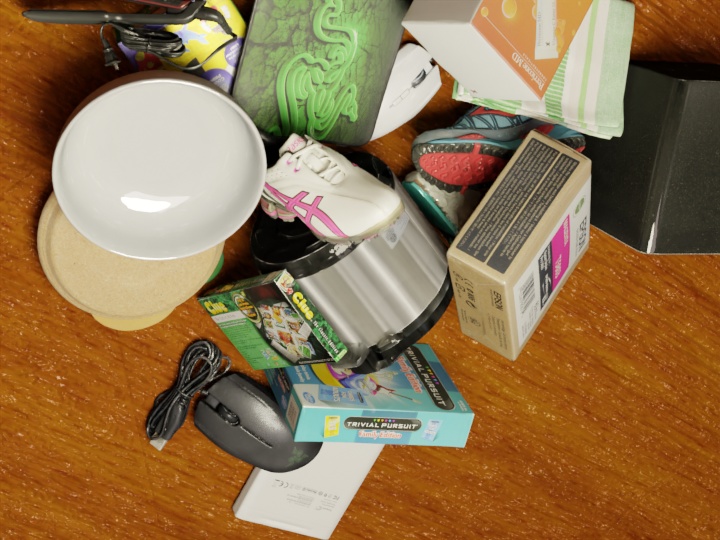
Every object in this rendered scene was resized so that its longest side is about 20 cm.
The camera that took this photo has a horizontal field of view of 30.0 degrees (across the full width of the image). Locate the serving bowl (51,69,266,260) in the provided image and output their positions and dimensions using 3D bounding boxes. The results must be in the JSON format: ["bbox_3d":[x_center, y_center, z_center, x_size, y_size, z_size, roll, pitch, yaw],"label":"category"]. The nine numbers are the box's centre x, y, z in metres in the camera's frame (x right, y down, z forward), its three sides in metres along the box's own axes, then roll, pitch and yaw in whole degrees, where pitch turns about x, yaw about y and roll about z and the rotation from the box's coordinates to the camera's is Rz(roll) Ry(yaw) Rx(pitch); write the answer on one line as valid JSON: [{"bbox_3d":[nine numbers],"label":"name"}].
[{"bbox_3d":[-0.192,-0.108,1.275,0.199,0.066,0.201,-7,129,-9],"label":"serving bowl"}]

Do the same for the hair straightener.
[{"bbox_3d":[-0.214,-0.222,1.241,0.199,0.041,0.077,9,94,-6],"label":"hair straightener"}]

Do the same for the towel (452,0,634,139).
[{"bbox_3d":[0.193,-0.228,1.392,0.199,0.023,0.153,10,84,-23],"label":"towel"}]

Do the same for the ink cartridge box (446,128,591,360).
[{"bbox_3d":[0.168,-0.022,1.391,0.165,0.075,0.200,-54,158,-16],"label":"ink cartridge box"}]

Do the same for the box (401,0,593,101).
[{"bbox_3d":[0.149,-0.280,1.289,0.124,0.097,0.200,38,73,-38],"label":"box"}]

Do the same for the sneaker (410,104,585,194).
[{"bbox_3d":[0.134,-0.141,1.422,0.199,0.096,0.079,-7,145,-27],"label":"sneaker"}]

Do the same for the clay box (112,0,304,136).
[{"bbox_3d":[-0.141,-0.183,1.327,0.115,0.048,0.200,-33,123,2],"label":"clay box"}]

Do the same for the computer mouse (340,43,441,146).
[{"bbox_3d":[0.048,-0.190,1.390,0.200,0.044,0.110,-36,124,3],"label":"computer mouse"}]

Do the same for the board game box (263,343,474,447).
[{"bbox_3d":[0.006,0.132,1.494,0.199,0.151,0.047,4,116,-22],"label":"board game box"}]

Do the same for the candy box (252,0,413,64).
[{"bbox_3d":[-0.009,-0.290,1.307,0.199,0.057,0.117,-18,123,-7],"label":"candy box"}]

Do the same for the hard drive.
[{"bbox_3d":[-0.051,0.224,1.601,0.132,0.027,0.200,20,111,-27],"label":"hard drive"}]

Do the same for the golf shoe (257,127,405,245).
[{"bbox_3d":[-0.044,-0.083,1.278,0.073,0.200,0.092,-48,132,-23],"label":"golf shoe"}]

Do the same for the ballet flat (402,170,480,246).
[{"bbox_3d":[0.114,-0.056,1.483,0.072,0.072,0.200,-36,129,3],"label":"ballet flat"}]

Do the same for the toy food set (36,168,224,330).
[{"bbox_3d":[-0.229,-0.037,1.378,0.198,0.049,0.200,-42,123,6],"label":"toy food set"}]

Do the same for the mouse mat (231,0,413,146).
[{"bbox_3d":[-0.037,-0.214,1.306,0.160,0.008,0.201,3,123,-24],"label":"mouse mat"}]

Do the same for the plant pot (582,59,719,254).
[{"bbox_3d":[0.357,-0.129,1.454,0.199,0.200,0.178,0,107,-19],"label":"plant pot"}]

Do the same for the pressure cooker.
[{"bbox_3d":[0.002,0.000,1.402,0.176,0.179,0.200,-39,123,1],"label":"pressure cooker"}]

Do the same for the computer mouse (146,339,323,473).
[{"bbox_3d":[-0.130,0.176,1.512,0.200,0.053,0.139,27,107,-20],"label":"computer mouse"}]

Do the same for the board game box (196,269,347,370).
[{"bbox_3d":[-0.094,0.054,1.382,0.023,0.200,0.105,-46,106,-25],"label":"board game box"}]
